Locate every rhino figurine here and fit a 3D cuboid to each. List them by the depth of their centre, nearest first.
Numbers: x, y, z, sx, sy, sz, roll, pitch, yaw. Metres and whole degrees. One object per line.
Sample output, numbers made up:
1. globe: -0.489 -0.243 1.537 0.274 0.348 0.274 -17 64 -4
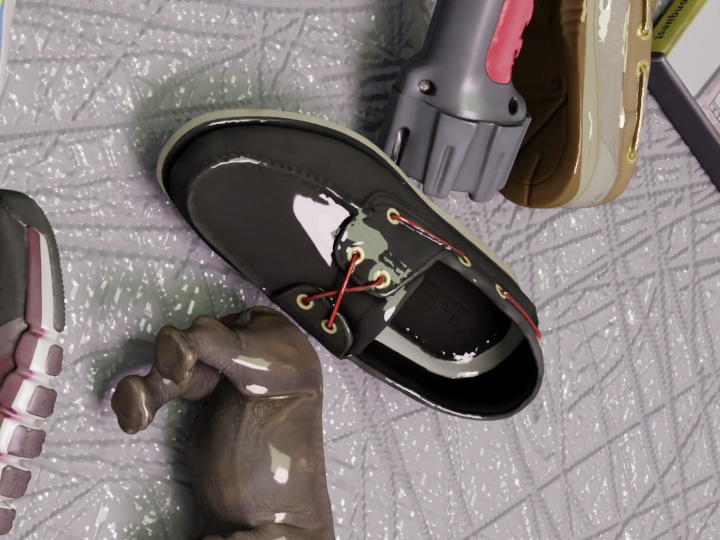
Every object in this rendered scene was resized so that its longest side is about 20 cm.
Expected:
1. rhino figurine: -0.044 0.110 0.997 0.087 0.060 0.201 -19 107 -45

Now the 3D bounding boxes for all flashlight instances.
1. flashlight: 0.069 -0.128 1.025 0.068 0.067 0.201 -28 138 -59

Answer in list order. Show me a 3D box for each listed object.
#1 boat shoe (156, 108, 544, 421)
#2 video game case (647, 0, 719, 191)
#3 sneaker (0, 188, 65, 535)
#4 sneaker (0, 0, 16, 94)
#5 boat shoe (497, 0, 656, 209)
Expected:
1. boat shoe: 0.002 -0.002 1.013 0.201 0.063 0.074 32 114 -34
2. video game case: 0.239 -0.097 1.223 0.200 0.025 0.181 50 64 -27
3. sneaker: -0.181 0.060 0.885 0.115 0.075 0.201 14 84 -33
4. sneaker: -0.126 -0.151 0.914 0.105 0.076 0.202 -2 93 -37
5. boat shoe: 0.098 -0.126 1.095 0.066 0.074 0.202 7 89 -49
